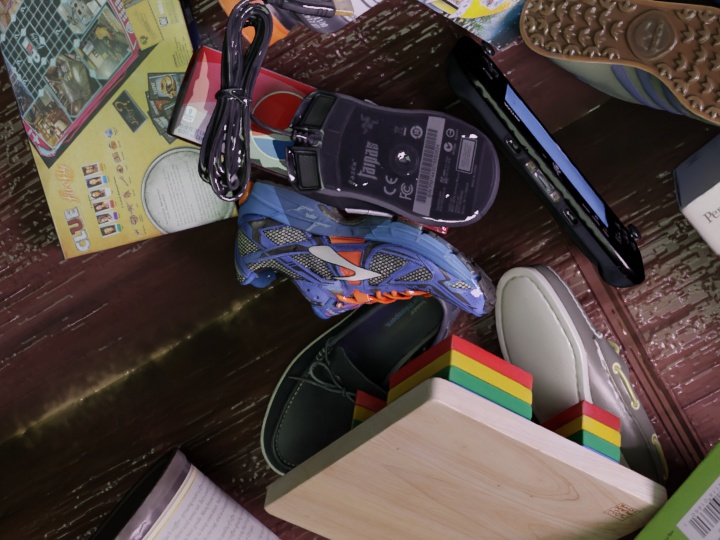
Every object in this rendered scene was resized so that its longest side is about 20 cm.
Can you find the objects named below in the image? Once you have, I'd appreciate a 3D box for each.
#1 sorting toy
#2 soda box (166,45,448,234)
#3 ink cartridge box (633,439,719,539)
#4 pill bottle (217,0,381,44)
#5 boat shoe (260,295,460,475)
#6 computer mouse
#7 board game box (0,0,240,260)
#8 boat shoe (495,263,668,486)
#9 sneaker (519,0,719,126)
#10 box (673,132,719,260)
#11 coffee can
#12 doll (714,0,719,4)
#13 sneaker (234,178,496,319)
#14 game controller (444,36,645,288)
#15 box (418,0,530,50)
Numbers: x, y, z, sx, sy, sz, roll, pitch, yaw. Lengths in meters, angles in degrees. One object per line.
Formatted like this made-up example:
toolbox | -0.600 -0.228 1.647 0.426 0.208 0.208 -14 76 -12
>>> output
sorting toy | 0.071 0.135 1.044 0.199 0.070 0.199 26 139 -24
soda box | -0.028 -0.088 1.031 0.199 0.070 0.064 19 91 -12
ink cartridge box | 0.264 0.206 1.039 0.148 0.199 0.076 -52 52 13
pill bottle | -0.006 -0.228 0.997 0.199 0.106 0.107 -33 99 11
boat shoe | -0.003 0.074 1.093 0.075 0.062 0.200 41 104 -8
computer mouse | -0.006 -0.103 0.975 0.198 0.046 0.142 6 85 -17
board game box | -0.172 -0.121 1.072 0.134 0.035 0.201 -13 102 7
boat shoe | 0.159 0.083 1.085 0.072 0.060 0.203 -17 100 50
sneaker | 0.207 -0.136 0.990 0.199 0.090 0.068 22 96 23
box | 0.320 -0.018 1.018 0.128 0.109 0.200 -39 99 19
coffee can | -0.105 0.248 1.097 0.200 0.146 0.147 41 103 -6
doll | 0.270 -0.237 1.007 0.199 0.048 0.137 -14 105 12
sneaker | 0.000 0.000 1.037 0.199 0.075 0.079 17 88 24
game controller | 0.126 -0.073 1.027 0.042 0.104 0.200 -39 98 7
box | 0.128 -0.230 0.958 0.200 0.136 0.038 -37 67 20
